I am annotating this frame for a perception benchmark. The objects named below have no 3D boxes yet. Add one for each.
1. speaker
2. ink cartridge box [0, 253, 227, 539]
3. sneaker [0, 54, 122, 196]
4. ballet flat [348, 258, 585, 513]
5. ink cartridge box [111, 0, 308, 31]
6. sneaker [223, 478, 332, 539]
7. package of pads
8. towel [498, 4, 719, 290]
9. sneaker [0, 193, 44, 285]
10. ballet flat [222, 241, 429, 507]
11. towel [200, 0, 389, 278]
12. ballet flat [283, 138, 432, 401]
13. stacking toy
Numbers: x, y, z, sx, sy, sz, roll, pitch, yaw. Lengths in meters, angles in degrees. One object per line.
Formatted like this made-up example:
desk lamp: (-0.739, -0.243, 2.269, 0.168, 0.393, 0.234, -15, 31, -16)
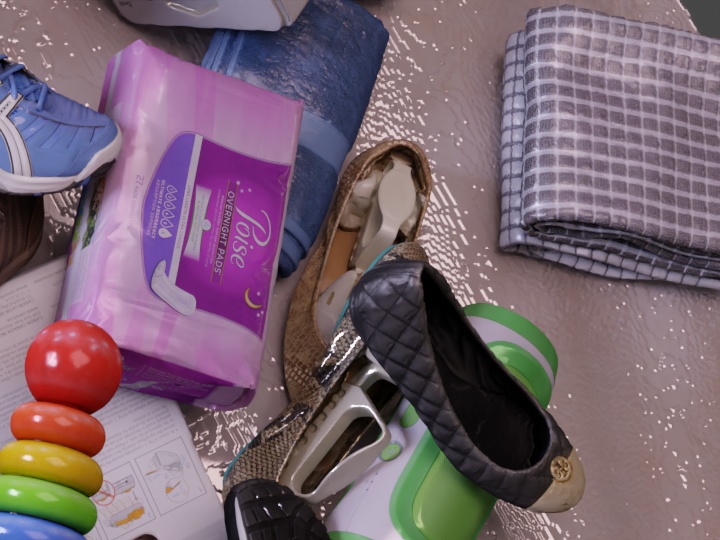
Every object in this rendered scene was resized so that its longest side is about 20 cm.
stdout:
speaker: (0.047, 0.118, 1.577, 0.088, 0.088, 0.201, 33, 59, -3)
ink cartridge box: (-0.183, 0.104, 1.532, 0.162, 0.050, 0.201, -24, 91, -29)
sneaker: (-0.225, -0.102, 1.457, 0.199, 0.077, 0.076, 17, 32, -17)
ballet flat: (0.068, 0.072, 1.513, 0.200, 0.057, 0.067, 47, 55, -23)
ink cartridge box: (-0.069, -0.252, 1.665, 0.201, 0.145, 0.088, -59, 136, -29)
sneaker: (-0.047, 0.221, 1.487, 0.076, 0.087, 0.201, -7, 70, -54)
package of pads: (-0.106, -0.025, 1.538, 0.120, 0.076, 0.201, 18, 66, -21)
towel: (0.194, -0.080, 1.725, 0.199, 0.086, 0.167, 9, 64, -16)
sneaker: (-0.221, -0.036, 1.509, 0.070, 0.076, 0.200, 16, 30, -1)
ballet flat: (-0.002, 0.078, 1.551, 0.200, 0.075, 0.068, -53, 135, -8)
towel: (-0.056, -0.099, 1.662, 0.111, 0.049, 0.201, 25, 60, -9)
ballet flat: (0.000, 0.000, 1.626, 0.070, 0.065, 0.201, 19, 61, -13)
stacking toy: (-0.173, 0.124, 1.417, 0.085, 0.085, 0.201, 16, 72, -13)
